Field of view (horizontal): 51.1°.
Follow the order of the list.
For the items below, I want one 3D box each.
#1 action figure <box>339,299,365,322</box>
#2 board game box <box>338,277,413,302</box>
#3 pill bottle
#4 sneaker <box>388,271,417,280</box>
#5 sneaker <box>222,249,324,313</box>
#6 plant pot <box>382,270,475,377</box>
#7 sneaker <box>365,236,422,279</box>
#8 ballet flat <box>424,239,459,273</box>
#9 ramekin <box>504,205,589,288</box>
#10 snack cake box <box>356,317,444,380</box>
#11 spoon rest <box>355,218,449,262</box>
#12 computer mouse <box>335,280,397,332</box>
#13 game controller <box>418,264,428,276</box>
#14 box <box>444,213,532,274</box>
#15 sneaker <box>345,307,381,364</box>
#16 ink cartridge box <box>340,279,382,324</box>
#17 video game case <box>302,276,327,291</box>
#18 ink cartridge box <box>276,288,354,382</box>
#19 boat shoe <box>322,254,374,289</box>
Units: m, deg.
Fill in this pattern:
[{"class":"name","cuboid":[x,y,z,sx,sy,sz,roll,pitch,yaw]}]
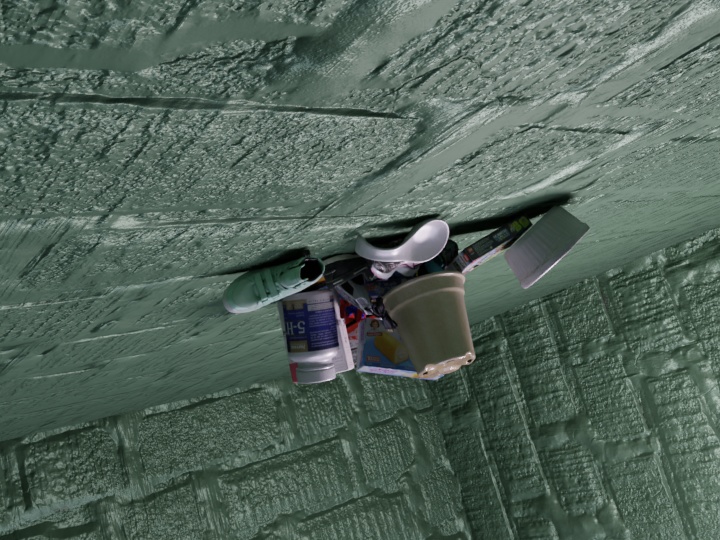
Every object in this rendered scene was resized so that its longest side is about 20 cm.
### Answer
[{"class":"action figure","cuboid":[-0.015,0.095,1.791,0.065,0.052,0.200,6,177,2]},{"class":"board game box","cuboid":[0.065,0.050,1.776,0.198,0.035,0.135,-7,169,35]},{"class":"pill bottle","cuboid":[-0.111,0.149,1.712,0.118,0.203,0.120,-7,180,0]},{"class":"sneaker","cuboid":[0.096,0.000,1.784,0.077,0.067,0.200,-5,171,9]},{"class":"sneaker","cuboid":[-0.163,0.018,1.430,0.199,0.075,0.118,-23,179,-25]},{"class":"plant pot","cuboid":[0.161,0.127,1.647,0.198,0.185,0.201,-14,160,-5]},{"class":"sneaker","cuboid":[0.079,-0.041,1.562,0.086,0.081,0.199,-42,162,26]},{"class":"ballet flat","cuboid":[0.199,-0.030,1.772,0.071,0.073,0.200,-15,170,-5]},{"class":"ramekin","cuboid":[0.416,-0.059,1.715,0.202,0.094,0.202,-43,173,-7]},{"class":"snack cake box","cuboid":[0.094,0.183,1.748,0.197,0.117,0.067,8,161,-15]},{"class":"spoon rest","cuboid":[0.090,-0.051,1.472,0.198,0.061,0.100,-10,130,-24]},{"class":"computer mouse","cuboid":[0.005,0.057,1.632,0.044,0.199,0.110,-46,136,-9]},{"class":"game controller","cuboid":[0.180,0.061,1.864,0.104,0.202,0.042,-24,142,27]},{"class":"box","cuboid":[0.288,-0.052,1.695,0.199,0.035,0.110,-29,167,-28]},{"class":"sneaker","cuboid":[0.030,0.164,1.890,0.200,0.108,0.067,-31,-173,29]},{"class":"ink cartridge box","cuboid":[0.009,0.095,1.964,0.198,0.110,0.050,-16,175,-4]},{"class":"video game case","cuboid":[-0.091,0.018,1.688,0.198,0.018,0.142,-7,165,-42]},{"class":"ink cartridge box","cuboid":[-0.110,0.155,1.817,0.145,0.203,0.083,-14,174,8]},{"class":"boat shoe","cuboid":[0.000,0.000,1.615,0.198,0.068,0.072,-9,165,-42]}]
